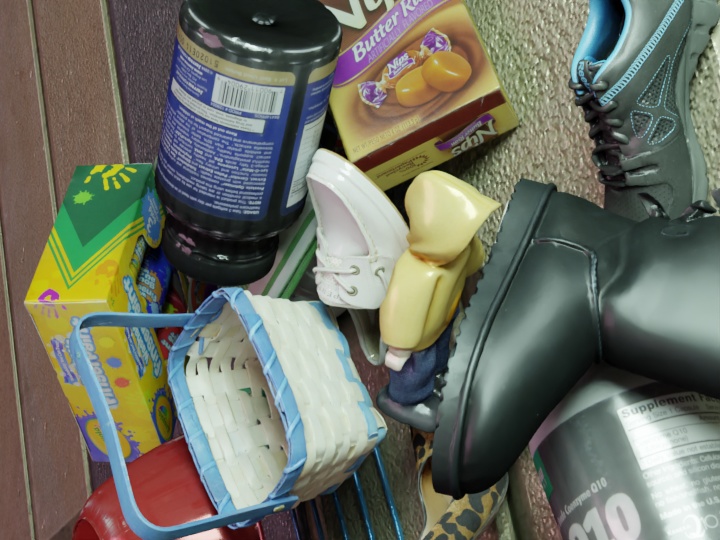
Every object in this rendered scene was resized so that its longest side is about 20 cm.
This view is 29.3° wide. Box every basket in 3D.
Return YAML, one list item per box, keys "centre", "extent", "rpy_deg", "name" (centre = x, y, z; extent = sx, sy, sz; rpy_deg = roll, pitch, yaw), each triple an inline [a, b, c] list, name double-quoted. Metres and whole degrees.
- centre: [-0.096, 0.103, 0.990]
  extent: [0.139, 0.200, 0.177]
  rpy_deg: [-49, 52, 40]
  name: "basket"

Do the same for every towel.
- centre: [-0.095, -0.068, 1.097]
  extent: [0.200, 0.023, 0.153]
  rpy_deg: [56, 131, 31]
  name: "towel"

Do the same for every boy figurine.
- centre: [0.056, 0.013, 0.953]
  extent: [0.064, 0.124, 0.200]
  rpy_deg: [25, 132, 20]
  name: "boy figurine"

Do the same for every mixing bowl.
- centre: [-0.162, 0.231, 1.093]
  extent: [0.200, 0.108, 0.201]
  rpy_deg: [20, 113, 58]
  name: "mixing bowl"

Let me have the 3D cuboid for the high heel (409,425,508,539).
- centre: [0.035, 0.168, 0.958]
  extent: [0.200, 0.142, 0.072]
  rpy_deg: [61, 141, 42]
  name: "high heel"

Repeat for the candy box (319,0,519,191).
- centre: [0.024, -0.168, 1.000]
  extent: [0.116, 0.056, 0.200]
  rpy_deg: [-26, 58, 11]
  name: "candy box"

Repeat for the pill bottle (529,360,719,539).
- centre: [0.160, 0.119, 0.752]
  extent: [0.113, 0.113, 0.200]
  rpy_deg: [-57, 42, 46]
  name: "pill bottle"

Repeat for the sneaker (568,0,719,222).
- centre: [0.152, -0.090, 0.795]
  extent: [0.073, 0.082, 0.201]
  rpy_deg: [12, 103, 60]
  name: "sneaker"

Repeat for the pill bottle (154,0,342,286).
- centre: [-0.085, -0.093, 0.972]
  extent: [0.112, 0.112, 0.200]
  rpy_deg: [57, 142, 45]
  name: "pill bottle"

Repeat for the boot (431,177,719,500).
- centre: [0.136, 0.041, 0.698]
  extent: [0.073, 0.162, 0.199]
  rpy_deg: [79, -151, -56]
  name: "boot"

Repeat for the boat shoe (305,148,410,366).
- centre: [0.000, 0.000, 0.995]
  extent: [0.071, 0.069, 0.200]
  rpy_deg: [32, 158, 44]
  name: "boat shoe"

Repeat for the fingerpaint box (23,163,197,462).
- centre: [-0.202, 0.038, 1.175]
  extent: [0.167, 0.073, 0.200]
  rpy_deg: [-81, -14, -46]
  name: "fingerpaint box"

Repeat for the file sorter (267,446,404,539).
- centre: [-0.070, 0.224, 1.171]
  extent: [0.200, 0.138, 0.123]
  rpy_deg: [-44, 55, 54]
  name: "file sorter"

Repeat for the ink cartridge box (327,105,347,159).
- centre: [-0.033, -0.156, 1.183]
  extent: [0.200, 0.050, 0.109]
  rpy_deg: [-63, 39, 43]
  name: "ink cartridge box"

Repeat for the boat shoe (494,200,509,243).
- centre: [0.104, 0.053, 0.914]
  extent: [0.074, 0.060, 0.200]
  rpy_deg: [-53, -25, -68]
  name: "boat shoe"

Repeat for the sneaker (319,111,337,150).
- centre: [-0.088, -0.147, 1.150]
  extent: [0.077, 0.076, 0.200]
  rpy_deg: [-57, 43, 40]
  name: "sneaker"

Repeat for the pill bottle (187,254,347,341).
- centre: [-0.065, 0.002, 1.180]
  extent: [0.200, 0.111, 0.112]
  rpy_deg: [-33, 62, 58]
  name: "pill bottle"
